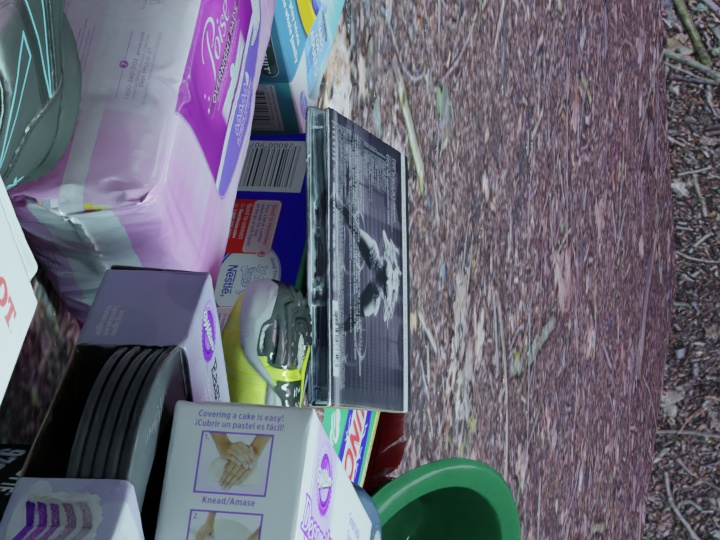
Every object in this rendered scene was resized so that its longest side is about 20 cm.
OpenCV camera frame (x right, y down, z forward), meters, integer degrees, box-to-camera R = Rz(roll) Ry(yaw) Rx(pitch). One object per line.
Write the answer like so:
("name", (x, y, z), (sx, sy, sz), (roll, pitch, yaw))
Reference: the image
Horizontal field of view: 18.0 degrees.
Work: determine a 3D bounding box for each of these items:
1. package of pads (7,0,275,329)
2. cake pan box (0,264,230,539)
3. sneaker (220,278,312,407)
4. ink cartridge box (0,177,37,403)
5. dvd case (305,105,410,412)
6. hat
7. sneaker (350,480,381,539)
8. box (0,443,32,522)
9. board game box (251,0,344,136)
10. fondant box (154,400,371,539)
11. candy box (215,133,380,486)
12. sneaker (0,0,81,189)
("package of pads", (-0.093, -0.081, 0.997), (0.121, 0.075, 0.200), (77, 21, -59))
("cake pan box", (-0.090, 0.124, 0.901), (0.184, 0.052, 0.200), (-77, 165, -54))
("sneaker", (-0.069, 0.080, 1.025), (0.076, 0.076, 0.200), (-77, -178, -46))
("ink cartridge box", (-0.173, 0.033, 0.661), (0.145, 0.084, 0.200), (78, 21, -47))
("dvd case", (0.000, 0.000, 1.207), (0.200, 0.016, 0.149), (18, 71, -76))
("hat", (-0.002, 0.172, 1.551), (0.200, 0.176, 0.166), (-21, 121, -34))
("sneaker", (-0.002, 0.178, 0.998), (0.070, 0.082, 0.200), (46, 43, -41))
("box", (-0.151, 0.165, 0.855), (0.200, 0.046, 0.159), (-35, 126, -74))
("board game box", (-0.043, -0.195, 1.249), (0.151, 0.047, 0.200), (79, 19, -45))
("fondant box", (-0.043, 0.168, 0.875), (0.144, 0.058, 0.201), (69, 25, -65))
("candy box", (-0.046, 0.055, 1.217), (0.200, 0.077, 0.169), (79, 18, -48))
("sneaker", (-0.137, -0.119, 0.810), (0.079, 0.075, 0.201), (-50, 140, -65))
